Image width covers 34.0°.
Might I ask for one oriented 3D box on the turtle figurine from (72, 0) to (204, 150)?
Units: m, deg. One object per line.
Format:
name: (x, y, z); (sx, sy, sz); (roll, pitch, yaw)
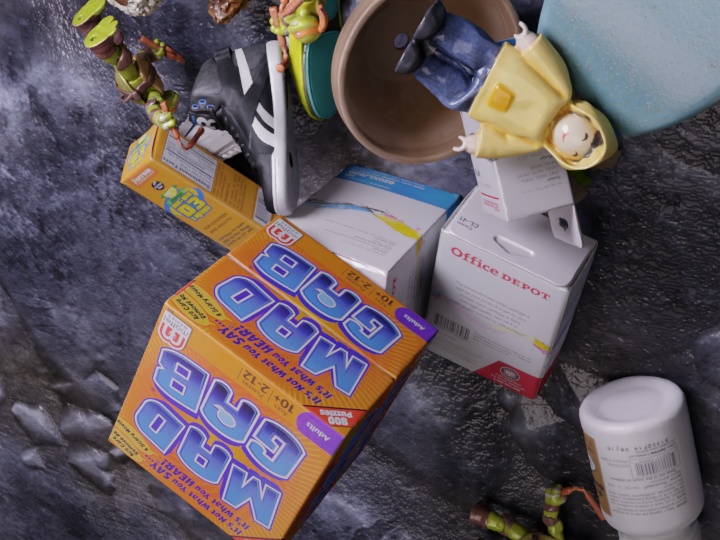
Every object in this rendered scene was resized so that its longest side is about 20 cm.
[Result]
turtle figurine: (-0.248, -0.223, 1.294); (0.064, 0.200, 0.161); (-28, 136, 13)

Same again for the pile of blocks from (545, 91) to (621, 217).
pile of blocks: (0.222, -0.148, 1.185); (0.200, 0.082, 0.062); (-62, 36, 27)

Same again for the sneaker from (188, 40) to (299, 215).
sneaker: (-0.128, -0.145, 1.259); (0.112, 0.073, 0.200); (-7, 69, 7)

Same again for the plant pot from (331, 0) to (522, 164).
plant pot: (0.056, -0.216, 1.182); (0.093, 0.200, 0.201); (-127, 35, -52)

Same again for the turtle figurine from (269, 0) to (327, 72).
turtle figurine: (-0.059, -0.289, 1.134); (0.064, 0.200, 0.162); (-9, 85, -8)

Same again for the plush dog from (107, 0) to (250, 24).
plush dog: (-0.166, -0.363, 1.243); (0.171, 0.161, 0.200); (20, 121, -5)

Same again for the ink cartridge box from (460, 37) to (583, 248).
ink cartridge box: (0.143, -0.113, 1.102); (0.067, 0.116, 0.200); (-15, 98, -2)

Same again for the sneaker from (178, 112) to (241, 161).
sneaker: (-0.166, -0.159, 1.380); (0.080, 0.076, 0.200); (38, 129, -6)

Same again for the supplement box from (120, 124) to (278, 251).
supplement box: (-0.177, -0.087, 1.370); (0.200, 0.069, 0.067); (34, 134, -27)

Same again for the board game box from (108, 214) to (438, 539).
board game box: (-0.084, 0.111, 1.142); (0.200, 0.200, 0.200); (36, 127, 9)

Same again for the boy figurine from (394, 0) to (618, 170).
boy figurine: (0.127, -0.144, 1.004); (0.200, 0.064, 0.124); (34, 111, -2)

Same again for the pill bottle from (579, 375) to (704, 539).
pill bottle: (0.314, 0.227, 1.291); (0.114, 0.114, 0.200); (-4, 113, 31)

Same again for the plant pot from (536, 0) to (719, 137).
plant pot: (0.263, -0.233, 1.011); (0.196, 0.196, 0.200); (43, 123, 2)

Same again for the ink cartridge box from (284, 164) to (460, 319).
ink cartridge box: (0.000, 0.000, 1.288); (0.144, 0.200, 0.147); (19, 123, 19)

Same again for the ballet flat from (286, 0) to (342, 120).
ballet flat: (-0.054, -0.265, 1.271); (0.067, 0.067, 0.200); (24, 124, 42)

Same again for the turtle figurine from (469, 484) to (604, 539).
turtle figurine: (0.213, 0.346, 1.434); (0.161, 0.064, 0.200); (7, 117, 28)

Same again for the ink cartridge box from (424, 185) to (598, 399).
ink cartridge box: (0.155, 0.027, 1.259); (0.147, 0.086, 0.200); (27, 142, 15)
